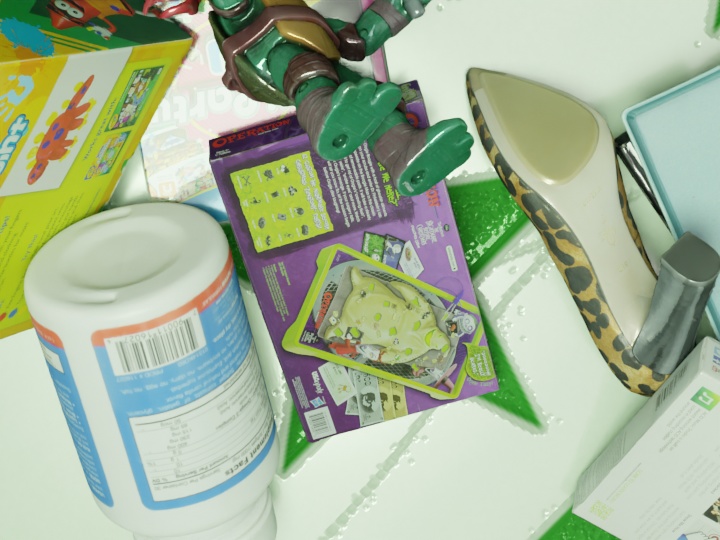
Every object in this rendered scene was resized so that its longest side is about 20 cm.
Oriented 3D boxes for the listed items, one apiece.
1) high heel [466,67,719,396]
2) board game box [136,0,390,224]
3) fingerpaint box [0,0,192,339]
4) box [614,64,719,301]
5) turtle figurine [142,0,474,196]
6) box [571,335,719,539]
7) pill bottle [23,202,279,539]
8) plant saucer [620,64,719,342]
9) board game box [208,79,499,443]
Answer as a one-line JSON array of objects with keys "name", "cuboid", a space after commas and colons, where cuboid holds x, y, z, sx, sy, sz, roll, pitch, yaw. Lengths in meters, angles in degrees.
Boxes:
[{"name": "high heel", "cuboid": [0.120, -0.018, 0.980, 0.071, 0.143, 0.200, -31, 62, -22]}, {"name": "board game box", "cuboid": [-0.060, -0.133, 0.952, 0.146, 0.064, 0.202, -10, 98, 0]}, {"name": "fingerpaint box", "cuboid": [-0.198, -0.052, 0.876, 0.073, 0.167, 0.201, 39, 116, 15]}, {"name": "box", "cuboid": [0.270, -0.064, 0.972, 0.199, 0.049, 0.162, -34, 95, 5]}, {"name": "turtle figurine", "cuboid": [-0.028, -0.126, 0.861, 0.149, 0.200, 0.101, 0, 132, -39]}, {"name": "box", "cuboid": [0.241, 0.136, 0.965, 0.199, 0.036, 0.145, 30, 132, -4]}, {"name": "pill bottle", "cuboid": [-0.106, 0.074, 0.930, 0.111, 0.113, 0.201, -11, 122, 0]}, {"name": "plant saucer", "cuboid": [0.215, -0.012, 0.948, 0.069, 0.019, 0.201, -24, 97, 6]}, {"name": "board game box", "cuboid": [0.000, 0.000, 0.944, 0.119, 0.032, 0.201, -13, 124, 6]}]
